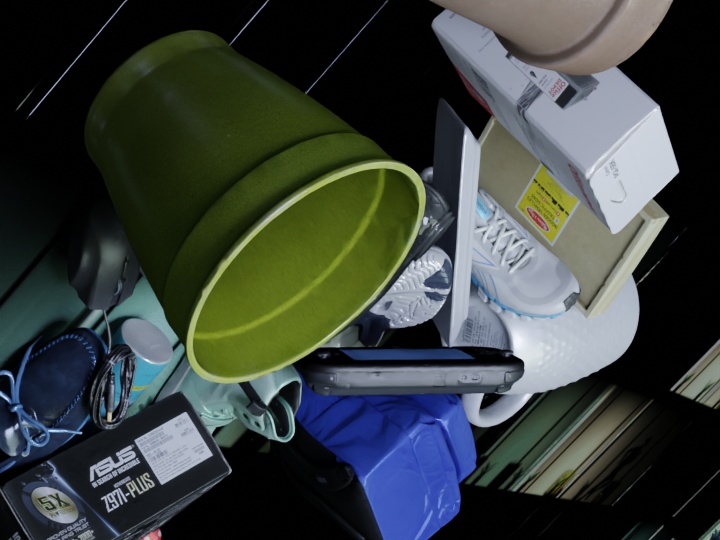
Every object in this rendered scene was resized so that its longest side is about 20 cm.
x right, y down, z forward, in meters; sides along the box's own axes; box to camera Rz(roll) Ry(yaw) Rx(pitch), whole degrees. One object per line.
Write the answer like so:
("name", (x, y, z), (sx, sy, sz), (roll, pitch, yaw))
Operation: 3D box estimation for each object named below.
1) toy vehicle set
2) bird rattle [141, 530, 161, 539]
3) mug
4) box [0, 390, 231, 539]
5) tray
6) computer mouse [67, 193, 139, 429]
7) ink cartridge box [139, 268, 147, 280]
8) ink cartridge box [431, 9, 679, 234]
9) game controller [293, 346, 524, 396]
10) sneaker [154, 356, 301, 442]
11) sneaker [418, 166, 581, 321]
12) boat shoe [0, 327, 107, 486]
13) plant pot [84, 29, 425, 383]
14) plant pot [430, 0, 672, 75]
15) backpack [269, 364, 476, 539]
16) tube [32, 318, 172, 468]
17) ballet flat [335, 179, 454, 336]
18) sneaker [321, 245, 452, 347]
("toy vehicle set", (0.184, -0.070, 1.495), (0.026, 0.200, 0.125), (-13, 143, -43))
("bird rattle", (-0.258, 0.274, 1.529), (0.199, 0.112, 0.164), (-20, 131, -44))
("mug", (0.158, 0.069, 1.585), (0.175, 0.147, 0.201), (-18, 136, -47))
("box", (-0.236, 0.205, 1.374), (0.199, 0.086, 0.164), (-27, 171, -41))
("tray", (0.083, -0.043, 1.423), (0.022, 0.107, 0.201), (0, 110, -9))
("computer mouse", (-0.190, 0.036, 1.237), (0.058, 0.034, 0.201), (-29, 129, -43))
("ink cartridge box", (-0.077, -0.027, 1.324), (0.146, 0.084, 0.200), (-47, 154, 11))
("ink cartridge box", (0.166, -0.144, 1.353), (0.083, 0.200, 0.147), (-42, 155, 0))
("game controller", (0.041, 0.082, 1.410), (0.198, 0.104, 0.042), (1, 104, -13))
("sneaker", (-0.122, 0.136, 1.475), (0.073, 0.118, 0.201), (-19, 147, -42))
("sneaker", (0.117, -0.028, 1.477), (0.075, 0.200, 0.087), (-42, 147, -20))
("boat shoe", (-0.277, 0.129, 1.282), (0.200, 0.084, 0.069), (-50, 165, 12))
("plant pot", (-0.092, -0.060, 1.125), (0.200, 0.193, 0.201), (-33, 154, -19))
("plant pot", (0.110, -0.249, 1.155), (0.174, 0.201, 0.201), (4, 131, -35))
("backpack", (0.005, 0.167, 1.604), (0.167, 0.200, 0.163), (-35, 132, -25))
("tube", (-0.235, 0.124, 1.388), (0.077, 0.051, 0.200), (-5, 142, -53))
("ballet flat", (0.000, 0.000, 1.339), (0.200, 0.057, 0.066), (-46, 174, 23))
("sneaker", (0.025, -0.008, 1.461), (0.079, 0.130, 0.199), (19, 147, -14))
